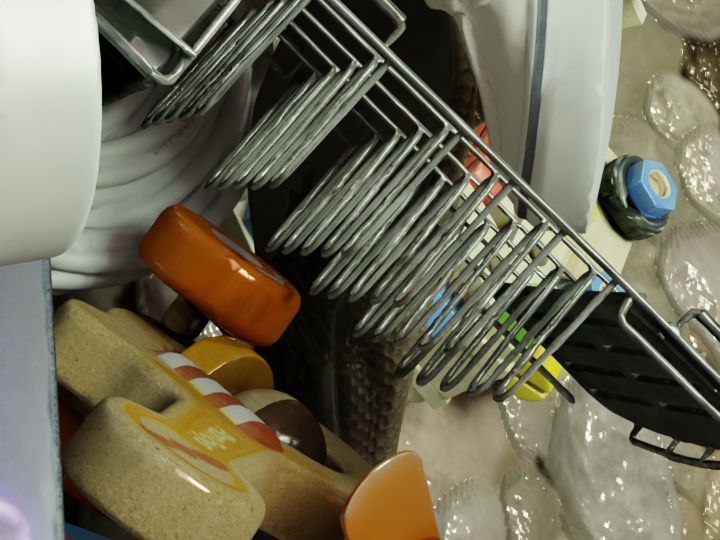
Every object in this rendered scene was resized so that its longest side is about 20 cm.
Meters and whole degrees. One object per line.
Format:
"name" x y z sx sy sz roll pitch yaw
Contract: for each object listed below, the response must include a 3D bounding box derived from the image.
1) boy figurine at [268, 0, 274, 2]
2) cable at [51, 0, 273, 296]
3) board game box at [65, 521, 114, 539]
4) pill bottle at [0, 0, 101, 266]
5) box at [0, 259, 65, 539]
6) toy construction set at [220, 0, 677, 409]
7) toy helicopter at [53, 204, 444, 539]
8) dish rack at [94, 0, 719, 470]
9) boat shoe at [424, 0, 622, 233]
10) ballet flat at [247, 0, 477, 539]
"boy figurine" 0.008 -0.128 0.885 0.064 0.124 0.201 30 33 -24
"cable" -0.116 -0.084 0.793 0.199 0.069 0.201 -7 77 -47
"board game box" -0.065 0.177 0.725 0.199 0.056 0.197 24 56 -35
"pill bottle" -0.155 -0.032 0.520 0.199 0.111 0.112 -7 75 -24
"box" -0.174 0.009 0.620 0.199 0.104 0.149 1 68 -21
"toy construction set" 0.043 -0.035 0.917 0.131 0.092 0.200 47 56 -17
"toy helicopter" -0.029 0.053 0.690 0.132 0.079 0.200 38 5 4
"dish rack" 0.007 -0.013 0.686 0.200 0.153 0.055 43 84 -9
"boat shoe" 0.031 -0.100 0.681 0.072 0.065 0.201 -77 165 -52
"ballet flat" 0.000 0.000 0.808 0.046 0.067 0.201 -18 123 -50
